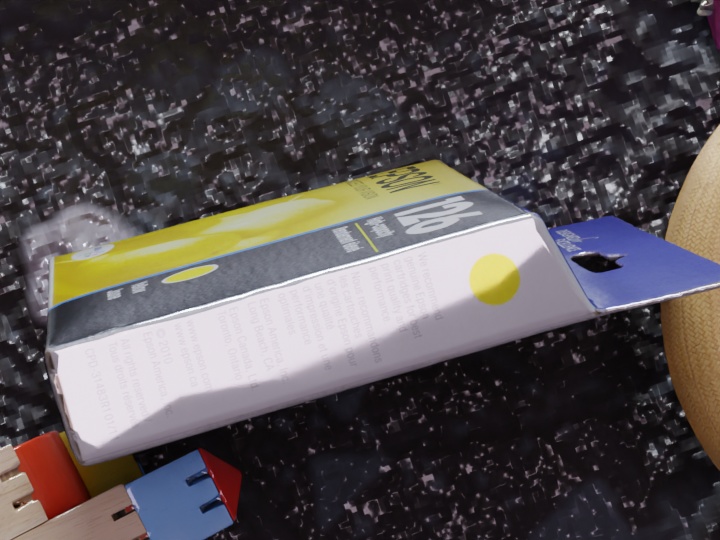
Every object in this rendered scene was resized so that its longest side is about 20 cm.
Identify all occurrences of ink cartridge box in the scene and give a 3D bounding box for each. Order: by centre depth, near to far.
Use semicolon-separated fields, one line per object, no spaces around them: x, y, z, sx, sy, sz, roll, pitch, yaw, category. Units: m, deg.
0.000;0.000;0.847;0.199;0.198;0.047;-17;98;-4;ink cartridge box

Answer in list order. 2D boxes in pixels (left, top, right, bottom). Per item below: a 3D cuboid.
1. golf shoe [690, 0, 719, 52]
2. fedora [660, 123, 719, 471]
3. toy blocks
0.162;-0.170;0.940;0.091;0.075;0.202;6;84;-5;golf shoe
0.192;0.010;0.911;0.199;0.082;0.202;1;81;-6;fedora
-0.116;0.092;0.847;0.136;0.200;0.100;-26;86;-21;toy blocks
